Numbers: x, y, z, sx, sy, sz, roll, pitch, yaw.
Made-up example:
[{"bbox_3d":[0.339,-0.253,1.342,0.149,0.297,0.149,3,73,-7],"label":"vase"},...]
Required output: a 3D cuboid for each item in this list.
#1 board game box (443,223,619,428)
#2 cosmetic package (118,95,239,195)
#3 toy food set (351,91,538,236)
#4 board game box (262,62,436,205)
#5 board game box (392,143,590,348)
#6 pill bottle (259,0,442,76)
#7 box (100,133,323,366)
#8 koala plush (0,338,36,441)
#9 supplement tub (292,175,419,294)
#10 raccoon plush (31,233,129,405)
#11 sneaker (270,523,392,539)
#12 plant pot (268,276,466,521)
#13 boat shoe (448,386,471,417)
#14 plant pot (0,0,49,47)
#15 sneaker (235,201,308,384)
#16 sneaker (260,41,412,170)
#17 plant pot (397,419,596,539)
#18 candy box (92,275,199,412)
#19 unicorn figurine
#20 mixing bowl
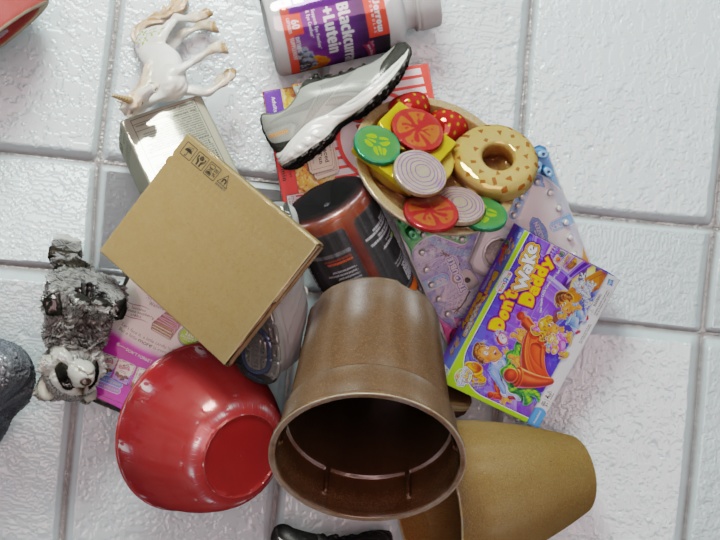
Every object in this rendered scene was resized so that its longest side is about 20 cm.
[{"bbox_3d":[0.193,0.065,1.491,0.134,0.045,0.201,25,97,-15],"label":"board game box"},{"bbox_3d":[-0.189,-0.087,1.446,0.105,0.071,0.201,-20,74,-19],"label":"cosmetic package"},{"bbox_3d":[0.088,-0.119,1.422,0.200,0.049,0.198,37,53,7],"label":"toy food set"},{"bbox_3d":[-0.005,-0.152,1.507,0.199,0.046,0.152,-11,90,-4],"label":"board game box"},{"bbox_3d":[0.165,-0.019,1.505,0.199,0.026,0.201,-25,105,-4],"label":"board game box"},{"bbox_3d":[-0.011,-0.300,1.476,0.199,0.111,0.112,-14,90,-3],"label":"pill bottle"},{"bbox_3d":[-0.162,-0.023,1.359,0.200,0.021,0.164,40,95,18],"label":"box"},{"bbox_3d":[-0.477,0.097,1.412,0.184,0.177,0.200,-47,75,16],"label":"koala plush"},{"bbox_3d":[0.000,0.000,1.457,0.107,0.107,0.200,-29,115,-4],"label":"supplement tub"},{"bbox_3d":[-0.321,0.062,1.443,0.096,0.200,0.134,13,113,-15],"label":"raccoon plush"},{"bbox_3d":[-0.008,0.335,1.501,0.200,0.076,0.088,31,73,-7],"label":"sneaker"},{"bbox_3d":[0.010,0.127,1.357,0.199,0.199,0.201,1,132,1],"label":"plant pot"},{"bbox_3d":[0.029,0.157,1.505,0.199,0.072,0.072,5,119,-11],"label":"boat shoe"},{"bbox_3d":[-0.457,-0.327,1.419,0.200,0.200,0.178,-39,102,-3],"label":"plant pot"},{"bbox_3d":[-0.093,0.020,1.402,0.074,0.087,0.201,14,107,25],"label":"sneaker"},{"bbox_3d":[-0.026,-0.200,1.448,0.200,0.074,0.079,-37,87,-3],"label":"sneaker"},{"bbox_3d":[0.162,0.248,1.462,0.199,0.186,0.187,-8,90,-22],"label":"plant pot"},{"bbox_3d":[-0.225,0.075,1.483,0.136,0.061,0.201,23,89,-3],"label":"candy box"},{"bbox_3d":[-0.217,-0.233,1.449,0.137,0.200,0.074,-21,126,-4],"label":"unicorn figurine"},{"bbox_3d":[-0.159,0.189,1.416,0.200,0.108,0.201,-10,107,-35],"label":"mixing bowl"}]
